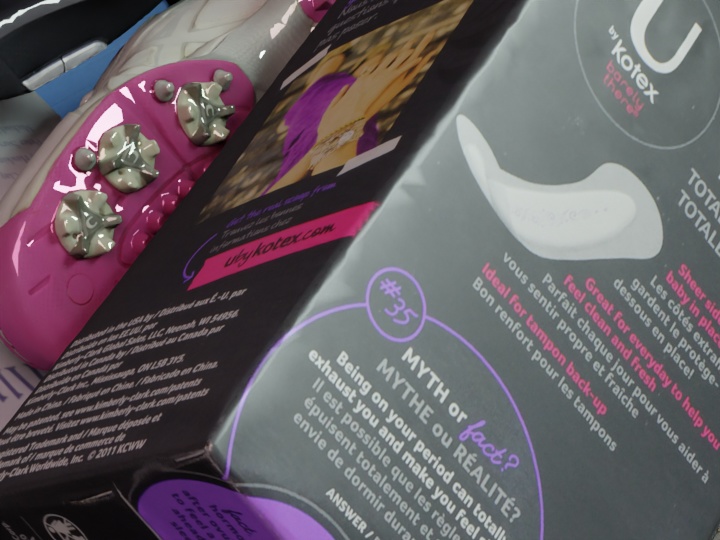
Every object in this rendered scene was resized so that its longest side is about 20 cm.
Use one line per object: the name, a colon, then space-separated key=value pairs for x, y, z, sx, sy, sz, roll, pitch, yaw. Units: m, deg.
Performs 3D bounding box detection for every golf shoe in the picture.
golf shoe: x=-0.046 y=-0.030 z=0.717 sx=0.200 sy=0.091 sz=0.075 roll=-43 pitch=112 yaw=-45

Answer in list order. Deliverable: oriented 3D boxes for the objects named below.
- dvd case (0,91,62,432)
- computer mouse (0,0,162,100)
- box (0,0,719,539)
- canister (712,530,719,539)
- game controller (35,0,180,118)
dvd case: x=-0.112 y=-0.011 z=0.705 sx=0.200 sy=0.142 sz=0.018 roll=44 pitch=120 yaw=26
computer mouse: x=-0.137 y=-0.089 z=0.722 sx=0.140 sy=0.046 sz=0.200 roll=40 pitch=51 yaw=14
box: x=0.020 y=0.019 z=0.629 sx=0.122 sy=0.106 sz=0.200 roll=50 pitch=54 yaw=-20
canister: x=0.069 y=0.155 z=0.641 sx=0.200 sy=0.086 sz=0.149 roll=-35 pitch=71 yaw=21
game controller: x=-0.096 y=-0.036 z=0.808 sx=0.200 sy=0.042 sz=0.104 roll=-30 pitch=68 yaw=-8
